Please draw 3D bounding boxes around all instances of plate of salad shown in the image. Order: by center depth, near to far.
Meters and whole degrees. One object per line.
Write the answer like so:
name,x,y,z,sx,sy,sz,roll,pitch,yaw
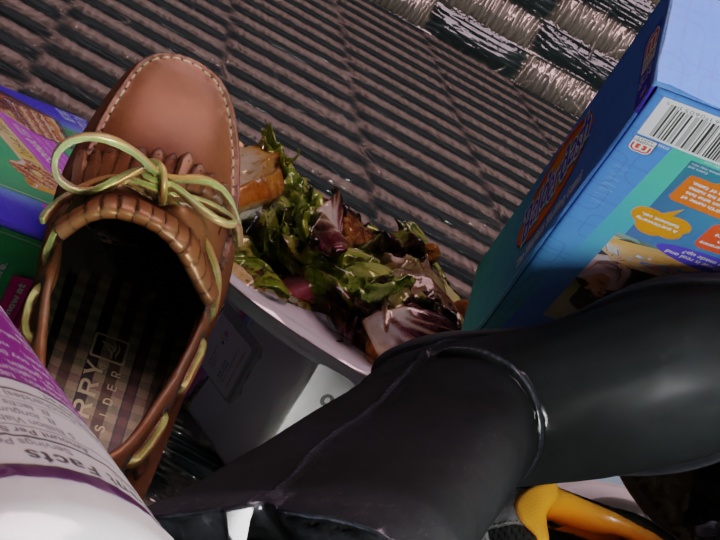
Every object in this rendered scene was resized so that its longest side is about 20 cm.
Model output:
plate of salad,0.000,0.000,0.922,0.200,0.048,0.200,31,12,-8

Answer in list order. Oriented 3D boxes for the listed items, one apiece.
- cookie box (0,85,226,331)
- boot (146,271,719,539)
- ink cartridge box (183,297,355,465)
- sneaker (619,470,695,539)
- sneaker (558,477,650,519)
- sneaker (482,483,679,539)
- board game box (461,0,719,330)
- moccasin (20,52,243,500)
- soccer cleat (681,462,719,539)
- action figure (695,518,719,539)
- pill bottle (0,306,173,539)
cookie box,-0.176,-0.028,0.884,0.199,0.075,0.171,21,17,-36
boot,0.042,0.057,0.704,0.200,0.164,0.066,-23,98,-66
ink cartridge box,-0.008,0.055,0.968,0.116,0.068,0.200,23,14,-32
sneaker,0.185,0.109,0.930,0.200,0.067,0.090,36,7,10
sneaker,0.123,0.117,1.025,0.200,0.074,0.082,26,7,-42
sneaker,0.109,0.134,0.834,0.199,0.077,0.079,25,56,-18
board game box,0.136,-0.005,0.798,0.151,0.045,0.200,20,-31,-8
moccasin,-0.080,-0.001,0.780,0.073,0.078,0.202,24,48,-5
soccer cleat,0.175,0.067,0.772,0.073,0.069,0.200,20,-21,-15
action figure,0.064,0.158,0.621,0.200,0.102,0.119,-36,85,-31
pill bottle,-0.101,0.079,0.536,0.112,0.113,0.200,21,15,-37
